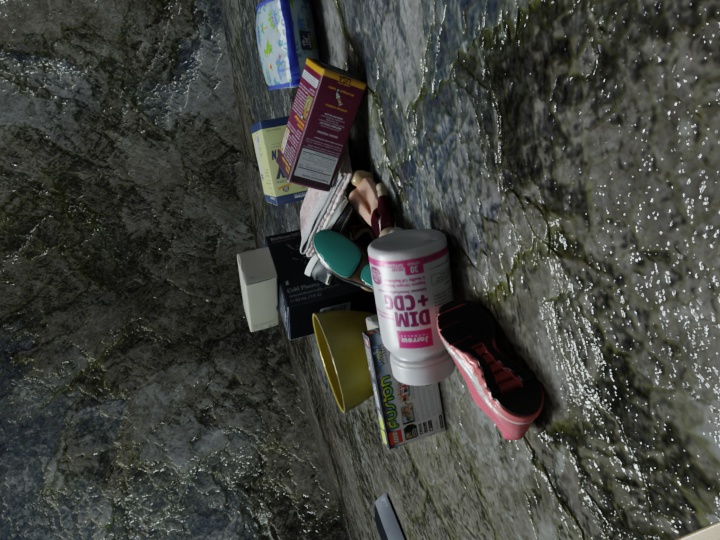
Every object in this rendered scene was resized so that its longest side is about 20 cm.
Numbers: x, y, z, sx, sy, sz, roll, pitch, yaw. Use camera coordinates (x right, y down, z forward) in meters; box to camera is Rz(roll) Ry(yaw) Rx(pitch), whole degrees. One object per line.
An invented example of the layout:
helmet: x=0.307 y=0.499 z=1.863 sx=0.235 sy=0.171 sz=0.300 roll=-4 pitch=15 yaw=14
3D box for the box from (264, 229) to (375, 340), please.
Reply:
box: x=-0.088 y=0.017 z=1.292 sx=0.125 sy=0.197 sz=0.198 roll=95 pitch=156 yaw=-49

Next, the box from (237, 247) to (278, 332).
box: x=-0.214 y=0.044 z=1.263 sx=0.201 sy=0.067 sz=0.083 roll=102 pitch=151 yaw=-57

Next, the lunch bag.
lunch bag: x=-0.149 y=-0.466 z=1.232 sx=0.200 sy=0.126 sz=0.172 roll=-117 pitch=17 yaw=-73

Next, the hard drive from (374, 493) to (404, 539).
hard drive: x=0.085 y=0.714 z=1.583 sx=0.136 sy=0.042 sz=0.201 roll=91 pitch=160 yaw=-44

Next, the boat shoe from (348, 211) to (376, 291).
boat shoe: x=0.005 y=-0.057 z=1.152 sx=0.072 sy=0.071 sz=0.202 roll=-62 pitch=37 yaw=43

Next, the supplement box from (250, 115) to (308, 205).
supplement box: x=-0.186 y=-0.282 z=1.522 sx=0.200 sy=0.132 sz=0.203 roll=-151 pitch=49 yaw=-71

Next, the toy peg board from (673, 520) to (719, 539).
toy peg board: x=0.285 y=0.191 z=0.273 sx=0.202 sy=0.097 sz=0.200 roll=67 pitch=147 yaw=31

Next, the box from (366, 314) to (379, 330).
box: x=0.068 y=0.179 z=1.072 sx=0.082 sy=0.067 sz=0.203 roll=-155 pitch=53 yaw=-72

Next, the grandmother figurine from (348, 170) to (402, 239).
grandmother figurine: x=0.032 y=-0.087 z=1.022 sx=0.201 sy=0.060 sz=0.122 roll=-116 pitch=10 yaw=-49

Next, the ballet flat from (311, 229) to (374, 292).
ballet flat: x=0.000 y=0.000 z=1.049 sx=0.199 sy=0.068 sz=0.068 roll=34 pitch=173 yaw=12

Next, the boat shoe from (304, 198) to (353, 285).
boat shoe: x=-0.045 y=-0.049 z=1.117 sx=0.076 sy=0.060 sz=0.201 roll=-60 pitch=0 yaw=-41

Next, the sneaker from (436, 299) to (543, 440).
sneaker: x=0.146 y=0.123 z=0.739 sx=0.201 sy=0.073 sz=0.088 roll=-118 pitch=19 yaw=-44

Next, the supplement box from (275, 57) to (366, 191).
supplement box: x=-0.075 y=-0.258 z=1.065 sx=0.202 sy=0.085 sz=0.111 roll=-69 pitch=28 yaw=21

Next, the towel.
towel: x=-0.074 y=-0.154 z=1.182 sx=0.201 sy=0.032 sz=0.192 roll=-61 pitch=20 yaw=29

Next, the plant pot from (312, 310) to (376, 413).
plant pot: x=0.000 y=0.162 z=1.186 sx=0.200 sy=0.140 sz=0.203 roll=163 pitch=90 yaw=-78

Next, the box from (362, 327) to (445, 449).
box: x=0.074 y=0.187 z=1.001 sx=0.035 sy=0.109 sz=0.203 roll=-151 pitch=49 yaw=-71

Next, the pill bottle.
pill bottle: x=0.079 y=0.052 z=0.852 sx=0.113 sy=0.112 sz=0.203 roll=-142 pitch=40 yaw=-68
